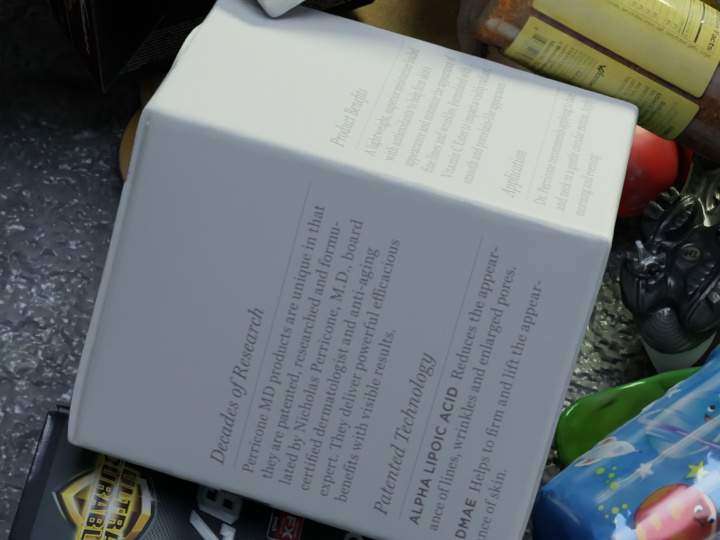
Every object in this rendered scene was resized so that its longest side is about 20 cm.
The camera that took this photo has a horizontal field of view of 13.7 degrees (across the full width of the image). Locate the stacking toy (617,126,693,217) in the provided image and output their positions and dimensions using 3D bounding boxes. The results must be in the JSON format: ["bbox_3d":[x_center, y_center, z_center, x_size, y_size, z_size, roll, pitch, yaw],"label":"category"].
[{"bbox_3d":[0.189,-0.084,1.492,0.199,0.086,0.085,-30,62,-22],"label":"stacking toy"}]

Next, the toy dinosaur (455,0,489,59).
[{"bbox_3d":[0.070,-0.192,1.397,0.135,0.086,0.201,-7,74,9],"label":"toy dinosaur"}]

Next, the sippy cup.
[{"bbox_3d":[0.149,0.110,1.296,0.130,0.178,0.140,-26,89,-15],"label":"sippy cup"}]

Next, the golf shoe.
[{"bbox_3d":[0.188,-0.026,1.428,0.078,0.095,0.200,26,58,29],"label":"golf shoe"}]

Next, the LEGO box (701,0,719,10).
[{"bbox_3d":[0.199,-0.224,1.550,0.148,0.077,0.200,-5,39,37],"label":"LEGO box"}]

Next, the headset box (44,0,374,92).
[{"bbox_3d":[-0.101,-0.193,1.478,0.148,0.075,0.200,-19,46,-16],"label":"headset box"}]

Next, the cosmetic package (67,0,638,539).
[{"bbox_3d":[0.000,0.000,1.293,0.199,0.166,0.165,17,24,3],"label":"cosmetic package"}]

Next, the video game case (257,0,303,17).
[{"bbox_3d":[0.007,-0.214,1.347,0.199,0.017,0.143,-32,59,-9],"label":"video game case"}]

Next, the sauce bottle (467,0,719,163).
[{"bbox_3d":[0.147,-0.088,1.351,0.199,0.066,0.066,29,50,-9],"label":"sauce bottle"}]

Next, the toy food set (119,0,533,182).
[{"bbox_3d":[-0.010,-0.085,1.453,0.197,0.049,0.201,7,44,9],"label":"toy food set"}]

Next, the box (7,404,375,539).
[{"bbox_3d":[-0.080,0.163,1.255,0.158,0.046,0.201,14,50,0],"label":"box"}]
